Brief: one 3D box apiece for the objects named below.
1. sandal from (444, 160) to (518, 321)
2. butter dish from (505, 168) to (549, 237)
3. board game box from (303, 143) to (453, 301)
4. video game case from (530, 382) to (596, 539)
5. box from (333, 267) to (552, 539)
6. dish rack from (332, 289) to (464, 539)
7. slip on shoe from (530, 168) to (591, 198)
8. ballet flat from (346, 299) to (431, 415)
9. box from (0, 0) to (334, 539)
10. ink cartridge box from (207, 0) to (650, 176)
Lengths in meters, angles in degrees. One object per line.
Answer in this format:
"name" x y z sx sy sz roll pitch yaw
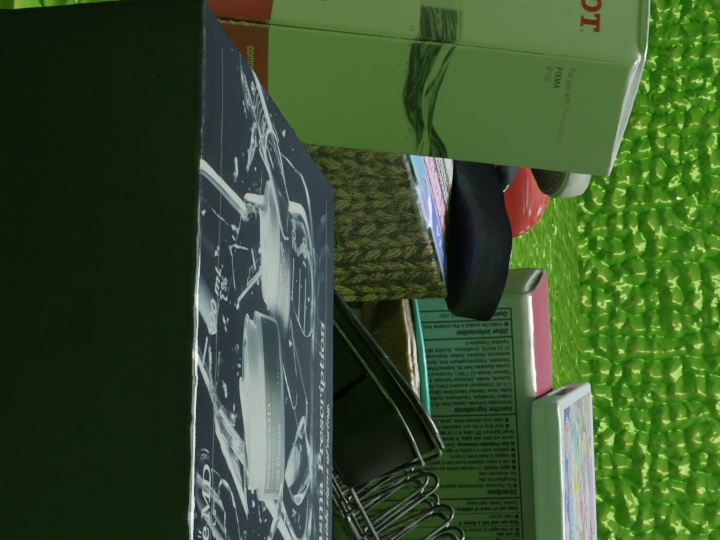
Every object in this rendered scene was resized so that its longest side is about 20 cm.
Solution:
"sandal" 0.064 -0.041 1.147 0.200 0.043 0.076 -96 -161 -50
"butter dish" 0.101 -0.111 1.531 0.200 0.147 0.201 -74 159 -58
"board game box" -0.010 -0.109 1.068 0.160 0.096 0.201 72 19 -55
"video game case" 0.121 0.142 1.230 0.200 0.018 0.144 0 88 -79
"box" 0.051 0.104 1.257 0.109 0.127 0.201 -40 127 -77
"dish rack" 0.005 0.099 1.009 0.153 0.054 0.200 53 -10 49
"slip on shoe" 0.086 -0.136 1.158 0.076 0.060 0.201 -140 -139 -68
"ballet flat" 0.000 0.000 1.160 0.068 0.072 0.201 164 -76 -85
"box" -0.075 0.043 0.661 0.182 0.104 0.201 51 37 -71
"ink cartridge box" 0.023 -0.128 0.926 0.083 0.199 0.147 95 3 -54
